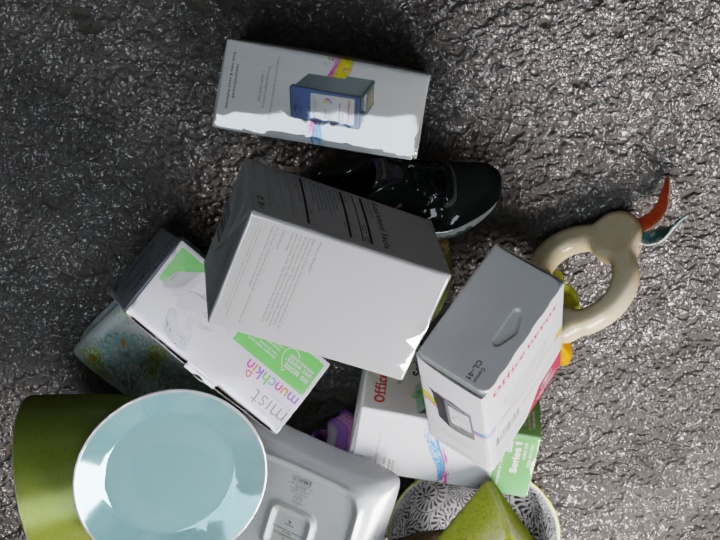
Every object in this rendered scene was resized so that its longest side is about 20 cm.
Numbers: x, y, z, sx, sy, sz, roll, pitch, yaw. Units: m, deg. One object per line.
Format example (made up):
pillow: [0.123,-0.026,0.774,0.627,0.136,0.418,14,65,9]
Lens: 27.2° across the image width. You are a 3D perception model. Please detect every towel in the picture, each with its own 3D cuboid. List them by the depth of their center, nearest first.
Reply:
towel: [-0.202,0.080,1.675,0.171,0.048,0.200,40,115,-18]

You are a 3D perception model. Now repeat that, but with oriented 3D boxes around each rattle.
rattle: [0.275,0.009,1.586,0.200,0.130,0.143,-42,123,-4]

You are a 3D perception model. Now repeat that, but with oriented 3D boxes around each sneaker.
sneaker: [0.043,-0.076,1.463,0.197,0.077,0.088,-11,153,0]
sneaker: [-0.031,0.231,1.730,0.088,0.080,0.201,41,135,10]

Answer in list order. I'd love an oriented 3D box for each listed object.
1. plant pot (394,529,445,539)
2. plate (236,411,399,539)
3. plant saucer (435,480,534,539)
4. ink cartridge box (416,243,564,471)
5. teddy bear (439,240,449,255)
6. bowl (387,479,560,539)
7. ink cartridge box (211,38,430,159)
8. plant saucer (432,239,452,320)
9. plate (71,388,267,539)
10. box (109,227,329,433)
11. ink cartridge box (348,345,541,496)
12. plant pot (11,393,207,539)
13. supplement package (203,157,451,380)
plant pot: [0.064,0.363,1.655,0.199,0.092,0.203,-22,126,-35]
plate: [-0.073,0.277,1.604,0.197,0.032,0.203,21,103,19]
plant saucer: [0.125,0.357,1.601,0.200,0.048,0.201,-47,134,-12]
ink cartridge box: [0.131,0.089,1.476,0.085,0.148,0.201,29,159,21]
teddy bear: [-0.010,-0.016,1.526,0.200,0.067,0.145,-41,70,-14]
bowl: [0.132,0.279,1.733,0.197,0.095,0.203,2,119,4]
ink cartridge box: [-0.035,-0.169,1.455,0.197,0.145,0.089,12,99,0]
plant saucer: [0.000,0.000,1.600,0.197,0.031,0.203,1,109,3]
plate: [-0.192,0.208,1.507,0.197,0.026,0.203,-5,111,-14]
box: [-0.151,0.060,1.535,0.200,0.176,0.097,41,84,-14]
ink cartridge box: [0.093,0.159,1.638,0.197,0.145,0.085,10,120,0]
plant pot: [-0.244,0.211,1.590,0.197,0.188,0.189,-10,119,5]
supplement package: [-0.034,-0.001,1.395,0.198,0.120,0.122,18,114,-16]
